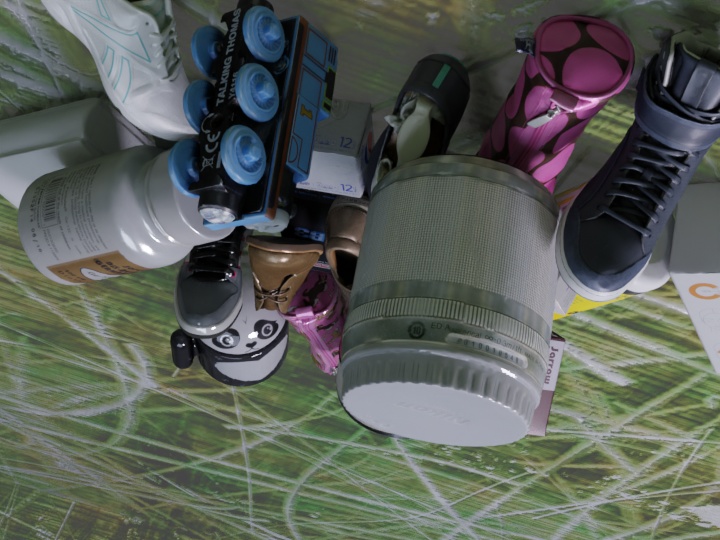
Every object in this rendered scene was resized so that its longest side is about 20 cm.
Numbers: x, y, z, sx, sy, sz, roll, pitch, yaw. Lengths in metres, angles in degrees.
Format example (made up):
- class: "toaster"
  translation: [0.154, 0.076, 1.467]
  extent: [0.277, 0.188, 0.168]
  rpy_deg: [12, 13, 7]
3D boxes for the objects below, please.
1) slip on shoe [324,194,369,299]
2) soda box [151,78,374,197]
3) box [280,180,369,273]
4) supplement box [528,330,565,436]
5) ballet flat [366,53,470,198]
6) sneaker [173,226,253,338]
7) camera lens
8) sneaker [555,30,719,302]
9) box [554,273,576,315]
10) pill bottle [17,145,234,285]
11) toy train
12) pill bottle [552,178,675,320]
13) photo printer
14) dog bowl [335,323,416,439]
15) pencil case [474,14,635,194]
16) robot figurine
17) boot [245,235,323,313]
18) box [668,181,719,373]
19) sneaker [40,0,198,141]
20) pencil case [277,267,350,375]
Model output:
- class: "slip on shoe"
  translation: [0.000, 0.000, 1.062]
  extent: [0.076, 0.061, 0.200]
  rpy_deg: [11, 152, 9]
- class: "soda box"
  translation: [-0.090, -0.126, 0.972]
  extent: [0.200, 0.063, 0.068]
  rpy_deg: [10, 152, 11]
- class: "box"
  translation: [0.013, -0.053, 1.076]
  extent: [0.200, 0.050, 0.199]
  rpy_deg: [11, 151, 9]
- class: "supplement box"
  translation: [0.098, 0.100, 1.060]
  extent: [0.200, 0.109, 0.061]
  rpy_deg: [9, -172, -13]
- class: "ballet flat"
  translation: [0.041, -0.096, 0.904]
  extent: [0.073, 0.073, 0.200]
  rpy_deg: [17, 136, -3]
- class: "sneaker"
  translation: [-0.143, -0.040, 1.036]
  extent: [0.084, 0.200, 0.121]
  rpy_deg: [3, 137, 1]
- class: "camera lens"
  translation: [0.073, 0.021, 0.820]
  extent: [0.160, 0.200, 0.160]
  rpy_deg: [9, 155, 4]
- class: "sneaker"
  translation: [0.215, -0.083, 0.763]
  extent: [0.077, 0.202, 0.146]
  rpy_deg: [29, 152, 8]
- class: "box"
  translation: [0.106, -0.007, 0.954]
  extent: [0.200, 0.041, 0.039]
  rpy_deg: [18, 158, 41]
- class: "pill bottle"
  translation: [-0.214, -0.055, 0.971]
  extent: [0.200, 0.114, 0.114]
  rpy_deg: [-10, 143, 34]
- class: "toy train"
  translation: [-0.083, -0.122, 0.841]
  extent: [0.087, 0.200, 0.114]
  rpy_deg: [-9, 155, 37]
- class: "pill bottle"
  translation: [0.190, -0.013, 0.990]
  extent: [0.112, 0.112, 0.200]
  rpy_deg: [30, 150, -26]
- class: "photo printer"
  translation: [-0.307, -0.103, 1.116]
  extent: [0.200, 0.069, 0.166]
  rpy_deg: [-5, 146, 33]
- class: "dog bowl"
  translation: [0.065, 0.092, 1.175]
  extent: [0.200, 0.200, 0.074]
  rpy_deg: [5, 131, 19]
- class: "pencil case"
  translation: [0.145, -0.116, 0.843]
  extent: [0.091, 0.094, 0.200]
  rpy_deg: [16, 153, 0]
- class: "robot figurine"
  translation: [-0.150, 0.073, 1.302]
  extent: [0.125, 0.150, 0.200]
  rpy_deg: [25, 154, 9]
- class: "boot"
  translation: [-0.079, 0.005, 1.025]
  extent: [0.074, 0.076, 0.200]
  rpy_deg: [11, 174, 0]
- class: "box"
  translation: [0.374, 0.010, 0.959]
  extent: [0.124, 0.098, 0.200]
  rpy_deg: [-2, 148, 30]
- class: "sneaker"
  translation: [-0.186, -0.191, 0.870]
  extent: [0.080, 0.070, 0.200]
  rpy_deg: [-15, 128, 29]
- class: "pencil case"
  translation: [-0.045, 0.056, 1.243]
  extent: [0.087, 0.083, 0.200]
  rpy_deg: [46, 172, 27]
